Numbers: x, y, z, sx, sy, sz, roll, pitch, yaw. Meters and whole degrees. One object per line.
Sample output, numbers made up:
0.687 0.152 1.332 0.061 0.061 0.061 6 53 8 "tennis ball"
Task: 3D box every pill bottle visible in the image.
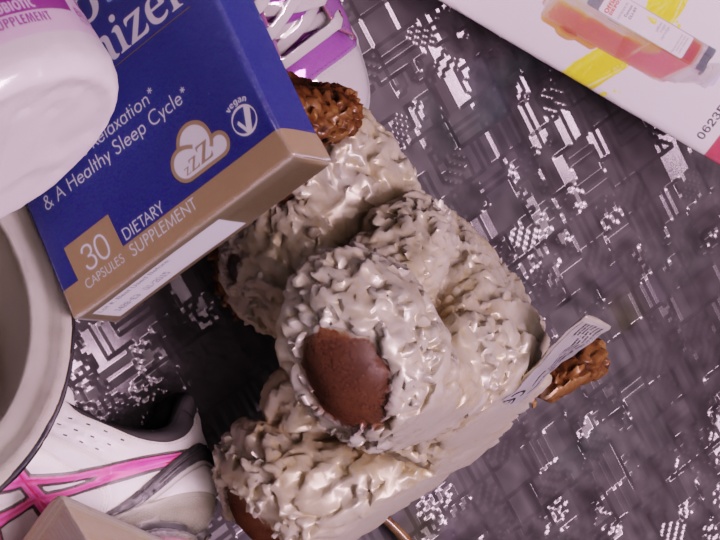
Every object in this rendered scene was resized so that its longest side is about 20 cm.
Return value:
-0.185 -0.119 0.944 0.112 0.112 0.201 -28 73 -22 "pill bottle"

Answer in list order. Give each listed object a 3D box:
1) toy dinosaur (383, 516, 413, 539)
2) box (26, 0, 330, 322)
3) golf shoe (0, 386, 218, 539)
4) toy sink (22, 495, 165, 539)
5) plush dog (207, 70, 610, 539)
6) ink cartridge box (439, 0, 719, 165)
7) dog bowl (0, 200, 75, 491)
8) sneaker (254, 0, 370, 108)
0.049 0.202 1.154 0.106 0.060 0.201 51 27 -61 "toy dinosaur"
-0.100 -0.097 0.982 0.032 0.121 0.201 6 55 -55 "box"
-0.152 0.089 1.049 0.199 0.072 0.093 5 78 -33 "golf shoe"
-0.111 0.216 1.009 0.130 0.112 0.201 30 101 -38 "toy sink"
0.000 0.000 1.041 0.160 0.200 0.172 -24 71 -25 "plush dog"
0.144 -0.146 1.117 0.199 0.084 0.146 28 114 -16 "ink cartridge box"
-0.214 0.023 0.961 0.199 0.074 0.202 14 57 -23 "dog bowl"
-0.044 -0.132 1.053 0.073 0.114 0.201 -42 113 -19 "sneaker"
